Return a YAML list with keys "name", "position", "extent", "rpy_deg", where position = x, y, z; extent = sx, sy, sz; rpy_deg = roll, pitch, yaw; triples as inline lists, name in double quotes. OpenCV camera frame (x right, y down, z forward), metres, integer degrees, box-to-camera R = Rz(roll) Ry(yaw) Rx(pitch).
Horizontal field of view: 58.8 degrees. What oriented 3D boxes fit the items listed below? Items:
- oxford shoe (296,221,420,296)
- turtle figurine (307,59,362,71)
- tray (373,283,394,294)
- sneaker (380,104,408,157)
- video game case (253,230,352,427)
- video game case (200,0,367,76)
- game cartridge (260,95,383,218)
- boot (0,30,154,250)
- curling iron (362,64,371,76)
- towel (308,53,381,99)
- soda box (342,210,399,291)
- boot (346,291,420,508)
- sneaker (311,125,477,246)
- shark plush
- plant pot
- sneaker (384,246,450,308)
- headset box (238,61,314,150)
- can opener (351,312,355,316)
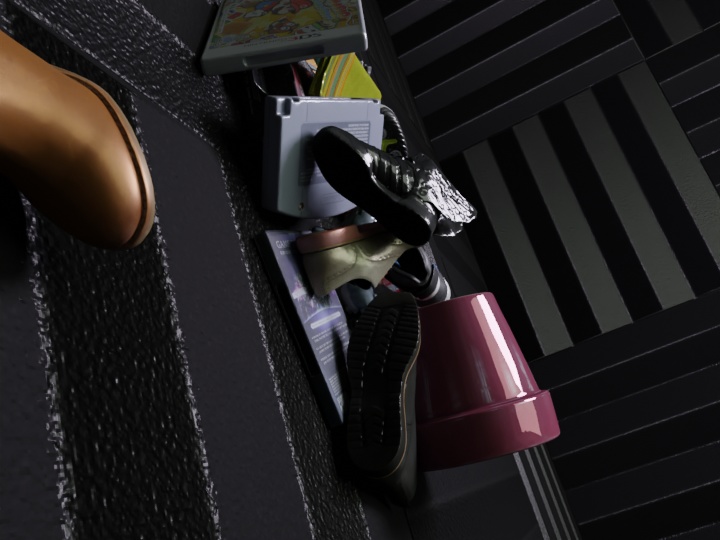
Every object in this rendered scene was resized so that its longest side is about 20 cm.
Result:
- name: "oxford shoe"
  position: [0.010, -0.017, 0.736]
  extent: [0.197, 0.070, 0.076]
  rpy_deg: [-12, 93, -40]
- name: "turtle figurine"
  position: [-0.084, -0.307, 0.922]
  extent: [0.202, 0.100, 0.150]
  rpy_deg: [55, 34, -12]
- name: "tray"
  position: [0.061, 0.068, 0.929]
  extent: [0.107, 0.022, 0.200]
  rpy_deg: [34, -10, 39]
- name: "sneaker"
  position: [0.034, -0.158, 0.926]
  extent: [0.202, 0.074, 0.077]
  rpy_deg: [72, 4, -49]
- name: "video game case"
  position: [-0.044, 0.053, 0.692]
  extent: [0.204, 0.019, 0.143]
  rpy_deg: [67, 14, 3]
- name: "video game case"
  position: [-0.086, -0.290, 0.744]
  extent: [0.202, 0.178, 0.023]
  rpy_deg: [-95, 176, -50]
- name: "game cartridge"
  position: [-0.041, -0.131, 0.738]
  extent: [0.199, 0.040, 0.137]
  rpy_deg: [-19, 115, -54]
- name: "boot"
  position: [-0.183, -0.076, 0.272]
  extent: [0.202, 0.076, 0.156]
  rpy_deg: [60, 14, -14]
- name: "curling iron"
  position: [-0.016, -0.198, 0.932]
  extent: [0.050, 0.025, 0.204]
  rpy_deg: [-75, 178, -61]
- name: "towel"
  position: [-0.012, -0.230, 0.833]
  extent: [0.088, 0.018, 0.200]
  rpy_deg: [-70, 161, -1]
- name: "soda box"
  position: [0.020, -0.060, 0.998]
  extent: [0.070, 0.062, 0.204]
  rpy_deg: [27, 43, -66]
- name: "boot"
  position: [0.034, 0.141, 0.695]
  extent: [0.139, 0.076, 0.203]
  rpy_deg: [66, 31, -50]
- name: "sneaker"
  position: [0.041, -0.101, 0.718]
  extent: [0.199, 0.060, 0.105]
  rpy_deg: [42, 44, -6]
- name: "shark plush"
  position: [0.000, 0.000, 0.784]
  extent: [0.091, 0.082, 0.202]
  rpy_deg: [53, 17, -39]
- name: "plant pot"
  position: [0.125, 0.132, 0.786]
  extent: [0.200, 0.196, 0.183]
  rpy_deg: [17, 58, -71]
- name: "sneaker"
  position: [0.039, -0.033, 0.872]
  extent: [0.199, 0.073, 0.112]
  rpy_deg: [40, -7, 32]
- name: "headset box"
  position: [-0.082, -0.196, 0.816]
  extent: [0.200, 0.074, 0.151]
  rpy_deg: [45, 26, -56]
- name: "can opener"
  position: [0.052, 0.097, 0.887]
  extent: [0.200, 0.078, 0.064]
  rpy_deg: [47, 30, -30]
